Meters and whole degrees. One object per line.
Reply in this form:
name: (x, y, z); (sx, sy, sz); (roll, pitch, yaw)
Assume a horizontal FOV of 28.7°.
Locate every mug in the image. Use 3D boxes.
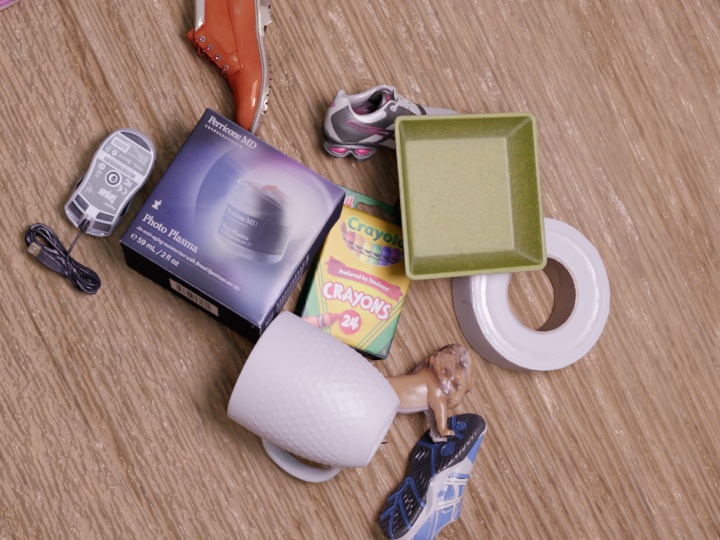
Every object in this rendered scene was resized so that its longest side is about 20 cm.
mug: (-0.056, 0.173, 1.701); (0.175, 0.201, 0.148); (28, 36, 9)

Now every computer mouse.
computer mouse: (-0.316, -0.080, 1.706); (0.109, 0.044, 0.201); (33, 82, -8)

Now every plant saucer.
plant saucer: (0.130, -0.094, 1.761); (0.199, 0.048, 0.201); (-4, 90, -23)

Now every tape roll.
tape roll: (0.225, 0.033, 1.853); (0.201, 0.071, 0.204); (1, 86, -18)

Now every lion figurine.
lion figurine: (0.054, 0.160, 1.785); (0.199, 0.073, 0.123); (-5, 73, -9)

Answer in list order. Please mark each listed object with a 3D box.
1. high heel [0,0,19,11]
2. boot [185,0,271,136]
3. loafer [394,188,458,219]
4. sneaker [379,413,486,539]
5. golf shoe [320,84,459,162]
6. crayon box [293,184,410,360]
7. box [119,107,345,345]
high heel: (-0.490, -0.330, 1.653); (0.199, 0.067, 0.097); (-24, 103, -15)
boot: (-0.164, -0.264, 1.758); (0.107, 0.075, 0.201); (-1, 77, -15)
loafer: (0.129, -0.117, 1.827); (0.200, 0.068, 0.070); (-41, 88, -25)
sneaker: (0.101, 0.271, 1.802); (0.200, 0.076, 0.077); (-53, 127, -17)
golf shoe: (0.049, -0.190, 1.797); (0.199, 0.088, 0.077); (-7, 48, -20)
crayon box: (0.000, 0.000, 1.794); (0.126, 0.051, 0.201); (20, 79, -15)
box: (-0.152, -0.052, 1.690); (0.199, 0.123, 0.199); (31, 75, 3)
